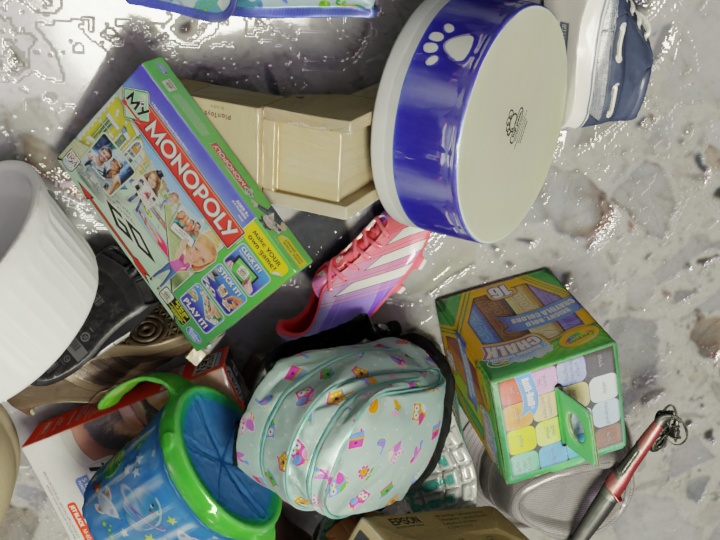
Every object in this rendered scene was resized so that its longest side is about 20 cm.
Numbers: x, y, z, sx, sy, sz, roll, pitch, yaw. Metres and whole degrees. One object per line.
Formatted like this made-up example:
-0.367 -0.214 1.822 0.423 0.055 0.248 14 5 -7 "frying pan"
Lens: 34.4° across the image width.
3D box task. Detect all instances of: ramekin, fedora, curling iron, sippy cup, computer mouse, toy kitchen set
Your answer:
-0.304 0.017 0.917 0.200 0.201 0.098 -34 127 3 "ramekin"
0.204 0.218 1.210 0.199 0.090 0.177 5 114 -17 "fedora"
0.263 0.221 1.168 0.050 0.026 0.200 31 97 -32 "curling iron"
-0.157 0.185 0.977 0.130 0.178 0.140 -32 138 19 "sippy cup"
-0.197 0.043 0.995 0.140 0.046 0.200 43 75 4 "computer mouse"
-0.064 -0.082 1.000 0.200 0.180 0.164 13 114 23 "toy kitchen set"

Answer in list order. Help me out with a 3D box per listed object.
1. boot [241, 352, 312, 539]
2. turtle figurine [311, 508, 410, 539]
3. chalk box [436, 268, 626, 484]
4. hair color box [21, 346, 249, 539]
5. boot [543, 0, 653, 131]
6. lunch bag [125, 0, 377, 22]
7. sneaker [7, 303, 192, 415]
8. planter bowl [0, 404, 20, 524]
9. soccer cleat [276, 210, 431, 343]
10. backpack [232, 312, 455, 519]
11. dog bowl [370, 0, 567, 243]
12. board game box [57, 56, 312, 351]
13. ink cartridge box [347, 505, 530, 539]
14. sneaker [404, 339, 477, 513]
-0.070 0.185 1.141 0.186 0.064 0.200 28 101 -26 "boot"
0.003 0.255 1.139 0.200 0.101 0.150 -32 99 -27 "turtle figurine"
0.165 0.107 1.081 0.124 0.200 0.125 -16 119 -7 "chalk box"
-0.191 0.162 1.063 0.200 0.064 0.111 -23 103 4 "hair color box"
0.213 -0.223 1.015 0.090 0.073 0.200 -10 121 -27 "boot"
-0.085 -0.282 0.872 0.199 0.128 0.170 1 119 -1 "lunch bag"
-0.227 0.076 1.048 0.199 0.071 0.076 -13 137 -5 "sneaker"
-0.402 0.202 1.013 0.200 0.135 0.201 -6 118 -12 "planter bowl"
0.000 0.000 1.065 0.076 0.067 0.200 27 109 -20 "soccer cleat"
-0.009 0.129 0.979 0.200 0.126 0.167 2 102 -53 "backpack"
0.093 -0.125 0.952 0.200 0.079 0.201 -36 134 -48 "dog bowl"
-0.144 -0.050 0.932 0.135 0.029 0.200 -38 88 36 "board game box"
0.048 0.297 1.024 0.200 0.075 0.165 10 114 -49 "ink cartridge box"
0.075 0.154 1.120 0.077 0.091 0.201 -9 97 20 "sneaker"
